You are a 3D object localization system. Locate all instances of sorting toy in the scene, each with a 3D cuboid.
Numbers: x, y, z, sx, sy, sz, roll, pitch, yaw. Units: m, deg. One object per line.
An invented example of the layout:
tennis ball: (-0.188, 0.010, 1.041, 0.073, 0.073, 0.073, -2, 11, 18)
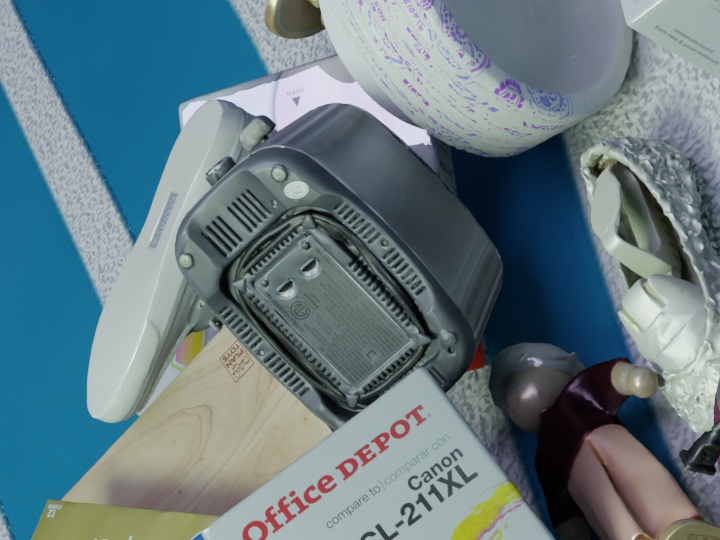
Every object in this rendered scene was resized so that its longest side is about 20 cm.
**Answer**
sorting toy: (-0.058, 0.161, 1.544, 0.200, 0.070, 0.199, -46, 66, 23)

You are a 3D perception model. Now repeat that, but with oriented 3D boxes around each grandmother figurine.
grandmother figurine: (0.125, 0.100, 1.404, 0.122, 0.060, 0.200, -62, 35, 18)

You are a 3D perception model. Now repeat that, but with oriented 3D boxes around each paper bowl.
paper bowl: (0.055, -0.160, 1.518, 0.104, 0.200, 0.201, -28, 50, 38)

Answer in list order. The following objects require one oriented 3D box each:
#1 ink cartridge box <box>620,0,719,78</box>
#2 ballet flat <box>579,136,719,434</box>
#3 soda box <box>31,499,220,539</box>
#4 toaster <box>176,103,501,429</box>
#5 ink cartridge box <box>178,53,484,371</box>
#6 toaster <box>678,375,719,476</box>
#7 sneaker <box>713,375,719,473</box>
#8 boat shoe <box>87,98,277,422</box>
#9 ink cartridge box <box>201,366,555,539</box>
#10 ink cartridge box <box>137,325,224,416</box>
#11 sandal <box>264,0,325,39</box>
ink cartridge box: (0.229, -0.225, 1.436, 0.200, 0.083, 0.147, -37, 45, 33)
ballet flat: (0.159, 0.006, 1.413, 0.072, 0.072, 0.200, -43, 43, 28)
soda box: (-0.093, 0.178, 1.473, 0.199, 0.068, 0.064, 3, 57, 33)
toaster: (0.000, 0.000, 1.467, 0.114, 0.200, 0.129, -42, 6, 28)
ink cartridge box: (-0.019, -0.025, 1.581, 0.162, 0.057, 0.201, -15, 68, 20)
toaster: (0.259, 0.064, 1.202, 0.200, 0.129, 0.114, -41, 42, 28)
sneaker: (0.213, 0.020, 1.301, 0.075, 0.090, 0.201, 9, 77, 25)
boat shoe: (-0.099, 0.001, 1.557, 0.072, 0.068, 0.201, 7, 75, 63)
ink cartridge box: (0.034, 0.173, 1.339, 0.146, 0.083, 0.200, -37, 77, -3)
ink cartridge box: (-0.063, 0.054, 1.650, 0.148, 0.076, 0.200, -61, 35, 7)
sandal: (0.020, -0.167, 1.609, 0.070, 0.212, 0.078, 29, 109, 16)
